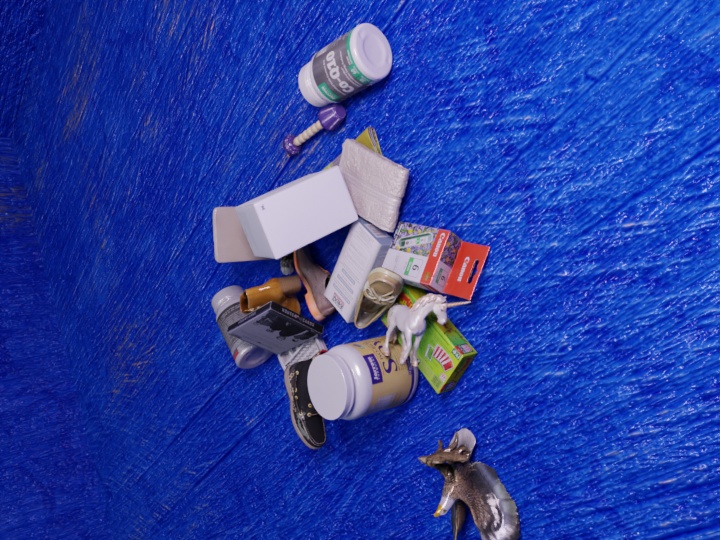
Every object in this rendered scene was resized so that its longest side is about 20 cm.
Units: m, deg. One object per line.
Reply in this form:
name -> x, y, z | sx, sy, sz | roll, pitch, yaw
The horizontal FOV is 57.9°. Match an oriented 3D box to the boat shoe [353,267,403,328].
boat shoe -> 0.030, 0.056, 1.274 | 0.064, 0.072, 0.201 | -69, 9, -26

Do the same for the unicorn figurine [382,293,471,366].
unicorn figurine -> 0.098, 0.104, 1.211 | 0.198, 0.073, 0.141 | 14, 94, 52

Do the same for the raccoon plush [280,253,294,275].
raccoon plush -> -0.204, -0.086, 1.560 | 0.095, 0.132, 0.206 | 3, 96, 46

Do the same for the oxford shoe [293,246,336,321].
oxford shoe -> -0.100, 0.014, 1.521 | 0.072, 0.071, 0.204 | -28, 68, 17

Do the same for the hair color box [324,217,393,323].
hair color box -> 0.000, 0.000, 1.395 | 0.099, 0.060, 0.203 | 46, 125, 35

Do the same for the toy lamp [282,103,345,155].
toy lamp -> -0.104, -0.323, 1.484 | 0.198, 0.057, 0.060 | -19, 80, 50

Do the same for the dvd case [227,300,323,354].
dvd case -> -0.200, 0.138, 1.513 | 0.198, 0.148, 0.025 | -27, 44, 45

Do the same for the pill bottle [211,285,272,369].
pill bottle -> -0.314, 0.147, 1.725 | 0.202, 0.112, 0.115 | 57, 131, 27

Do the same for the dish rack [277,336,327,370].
dish rack -> -0.119, 0.231, 1.566 | 0.172, 0.043, 0.203 | -47, 60, 39

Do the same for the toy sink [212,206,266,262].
toy sink -> -0.301, -0.091, 1.622 | 0.110, 0.197, 0.134 | 2, 96, 47

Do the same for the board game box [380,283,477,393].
board game box -> 0.129, 0.127, 1.271 | 0.201, 0.047, 0.103 | 51, 128, 32

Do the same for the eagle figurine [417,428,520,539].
eagle figurine -> 0.190, 0.414, 1.200 | 0.202, 0.149, 0.152 | 56, -178, -11

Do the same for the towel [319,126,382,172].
towel -> -0.012, -0.203, 1.416 | 0.199, 0.022, 0.147 | -32, 71, 45

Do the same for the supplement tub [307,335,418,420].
supplement tub -> 0.006, 0.215, 1.307 | 0.143, 0.197, 0.150 | 7, 99, 46

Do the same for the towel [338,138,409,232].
towel -> 0.017, -0.180, 1.345 | 0.199, 0.034, 0.136 | 35, 121, 40

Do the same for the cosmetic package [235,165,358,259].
cosmetic package -> -0.139, -0.120, 1.379 | 0.125, 0.196, 0.199 | 67, 162, -10

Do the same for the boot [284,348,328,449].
boot -> -0.096, 0.287, 1.468 | 0.150, 0.072, 0.204 | -37, 63, 44

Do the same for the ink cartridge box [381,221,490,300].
ink cartridge box -> 0.136, -0.021, 1.218 | 0.198, 0.050, 0.111 | 15, 80, 47

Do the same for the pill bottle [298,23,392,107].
pill bottle -> -0.036, -0.419, 1.353 | 0.198, 0.111, 0.116 | -13, 84, 48

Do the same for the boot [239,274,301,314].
boot -> -0.216, 0.078, 1.543 | 0.203, 0.141, 0.072 | 104, 147, -59
